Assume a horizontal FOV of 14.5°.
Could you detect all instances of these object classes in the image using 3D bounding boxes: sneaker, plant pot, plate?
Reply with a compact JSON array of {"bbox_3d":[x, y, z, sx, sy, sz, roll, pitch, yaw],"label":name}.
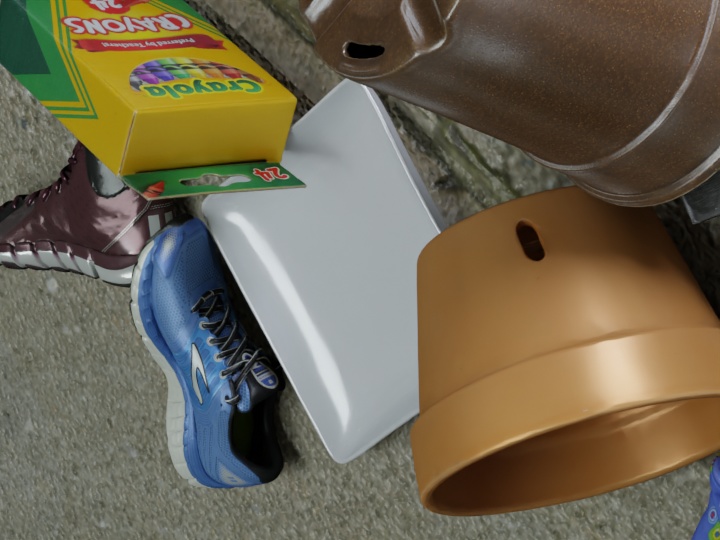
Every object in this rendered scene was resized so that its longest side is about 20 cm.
[{"bbox_3d":[-0.091,0.055,1.898,0.089,0.078,0.201,5,118,40],"label":"sneaker"},{"bbox_3d":[0.088,-0.151,1.464,0.200,0.198,0.201,-19,64,47],"label":"plant pot"},{"bbox_3d":[0.113,0.041,1.592,0.200,0.200,0.140,-36,64,48],"label":"plant pot"},{"bbox_3d":[0.000,0.000,1.801,0.199,0.032,0.200,-37,79,47],"label":"plate"},{"bbox_3d":[-0.200,-0.059,1.969,0.199,0.076,0.116,9,108,33],"label":"sneaker"}]

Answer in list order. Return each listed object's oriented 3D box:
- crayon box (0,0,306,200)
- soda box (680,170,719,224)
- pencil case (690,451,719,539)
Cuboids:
[{"bbox_3d":[-0.130,-0.115,1.792,0.200,0.127,0.051,42,126,40],"label":"crayon box"},{"bbox_3d":[0.245,-0.090,1.476,0.200,0.063,0.071,-25,88,49],"label":"soda box"},{"bbox_3d":[0.214,0.185,1.617,0.087,0.078,0.200,39,131,32],"label":"pencil case"}]
